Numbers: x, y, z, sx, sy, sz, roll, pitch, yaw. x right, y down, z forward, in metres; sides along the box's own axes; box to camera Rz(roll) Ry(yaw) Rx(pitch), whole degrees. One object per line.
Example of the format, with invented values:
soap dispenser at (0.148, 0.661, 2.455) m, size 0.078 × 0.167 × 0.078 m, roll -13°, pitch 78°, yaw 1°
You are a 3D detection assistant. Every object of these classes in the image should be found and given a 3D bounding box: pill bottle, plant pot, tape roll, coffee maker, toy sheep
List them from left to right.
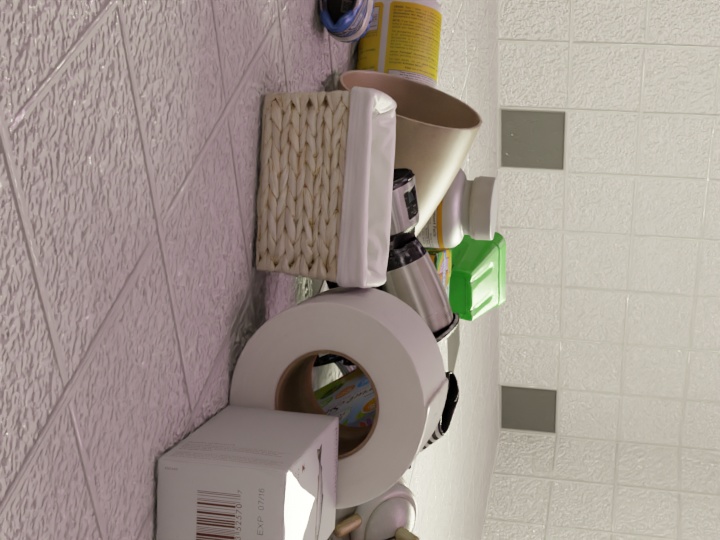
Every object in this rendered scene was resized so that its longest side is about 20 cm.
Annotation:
tape roll at (-0.019, 0.124, 1.318) m, size 0.139 × 0.199 × 0.206 m, roll -26°, pitch 119°, yaw -77°
toy sheep at (-0.001, 0.284, 1.538) m, size 0.137 × 0.199 × 0.140 m, roll -21°, pitch 125°, yaw -34°
coffee maker at (0.000, 0.000, 1.526) m, size 0.135 × 0.189 × 0.203 m, roll -110°, pitch 180°, yaw -79°
plant pot at (0.035, -0.122, 1.634) m, size 0.187 × 0.185 × 0.203 m, roll -56°, pitch 164°, yaw -68°
pill bottle at (0.053, -0.308, 1.756) m, size 0.112 × 0.111 × 0.204 m, roll 29°, pitch 66°, yaw -77°
pill bottle at (0.084, -0.089, 1.761) m, size 0.113 × 0.197 × 0.115 m, roll 4°, pitch 90°, yaw -78°

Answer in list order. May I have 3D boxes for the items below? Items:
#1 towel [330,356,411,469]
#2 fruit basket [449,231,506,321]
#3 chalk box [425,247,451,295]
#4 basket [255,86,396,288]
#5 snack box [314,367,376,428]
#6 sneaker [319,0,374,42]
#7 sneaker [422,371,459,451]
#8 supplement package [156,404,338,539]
towel at (0.017, 0.152, 1.720) m, size 0.202 × 0.024 × 0.147 m, roll 60°, pitch 16°, yaw -19°
fruit basket at (0.145, -0.016, 2.085) m, size 0.217 × 0.212 × 0.158 m, roll -70°, pitch 160°, yaw -54°
chalk box at (0.065, 0.024, 1.904) m, size 0.200 × 0.123 × 0.126 m, roll -23°, pitch 117°, yaw -79°
basket at (-0.036, -0.087, 1.363) m, size 0.135 × 0.121 × 0.204 m, roll -8°, pitch 101°, yaw -78°
snack box at (0.000, 0.171, 1.504) m, size 0.068 × 0.167 × 0.200 m, roll 56°, pitch 20°, yaw -11°
sneaker at (-0.013, -0.368, 1.511) m, size 0.085 × 0.076 × 0.204 m, roll -26°, pitch 119°, yaw -72°
sneaker at (0.066, 0.136, 1.646) m, size 0.076 × 0.114 × 0.203 m, roll 44°, pitch 25°, yaw -52°
supplement package at (-0.096, 0.203, 1.169) m, size 0.200 × 0.115 × 0.119 m, roll -33°, pitch 126°, yaw -76°
